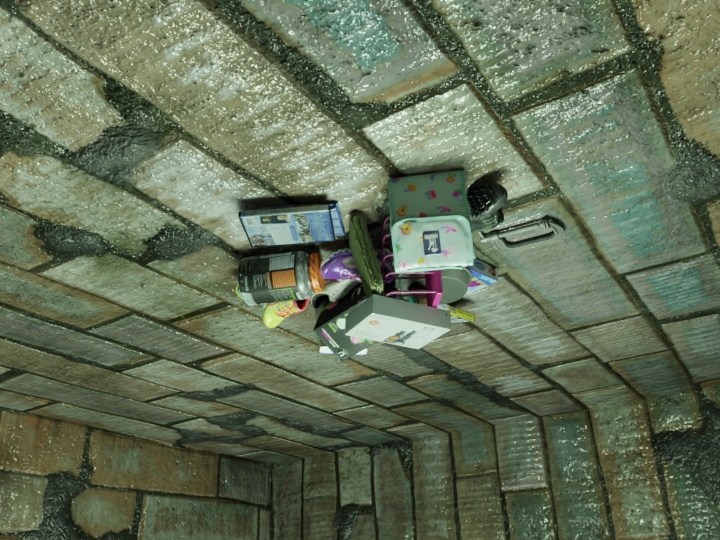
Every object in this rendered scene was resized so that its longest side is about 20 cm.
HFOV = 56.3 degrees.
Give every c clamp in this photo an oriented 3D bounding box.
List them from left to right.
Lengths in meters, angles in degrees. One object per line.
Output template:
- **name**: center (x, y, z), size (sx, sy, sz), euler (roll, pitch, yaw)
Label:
- **c clamp**: center (0.385, -0.085, 1.613), size (0.198, 0.027, 0.171), euler (-12, 152, 19)

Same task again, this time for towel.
- **towel**: center (-0.140, -0.106, 1.533), size (0.198, 0.024, 0.147), euler (-4, 155, 4)
- **towel**: center (0.014, -0.017, 1.530), size (0.036, 0.202, 0.149), euler (-15, 156, -9)

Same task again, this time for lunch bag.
- **lunch bag**: center (0.144, -0.092, 1.382), size (0.168, 0.202, 0.122), euler (-5, 154, 7)

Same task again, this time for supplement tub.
- **supplement tub**: center (-0.193, 0.016, 1.663), size (0.198, 0.124, 0.123), euler (-6, 154, 9)

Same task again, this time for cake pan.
- **cake pan**: center (0.192, 0.039, 1.744), size (0.198, 0.037, 0.201), euler (-1, 153, -1)

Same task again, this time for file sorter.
- **file sorter**: center (0.111, -0.010, 1.546), size (0.124, 0.202, 0.139), euler (0, 154, -3)

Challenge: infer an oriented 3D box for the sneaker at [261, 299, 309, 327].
- **sneaker**: center (-0.185, 0.084, 1.754), size (0.078, 0.091, 0.200), euler (22, 116, -42)

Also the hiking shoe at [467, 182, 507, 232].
- **hiking shoe**: center (0.276, -0.136, 1.466), size (0.100, 0.077, 0.200), euler (-1, 164, -21)

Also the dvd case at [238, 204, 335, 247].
- **dvd case**: center (-0.160, -0.097, 1.500), size (0.198, 0.018, 0.143), euler (-4, 155, 1)

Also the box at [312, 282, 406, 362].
- **box**: center (0.000, 0.117, 1.762), size (0.199, 0.149, 0.125), euler (-32, 108, 26)

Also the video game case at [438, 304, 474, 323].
- **video game case**: center (0.203, 0.125, 1.978), size (0.180, 0.026, 0.199), euler (20, 161, -38)

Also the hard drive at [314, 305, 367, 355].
- **hard drive**: center (-0.058, 0.167, 1.911), size (0.130, 0.201, 0.026), euler (3, 121, -10)

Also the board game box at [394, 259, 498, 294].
- **board game box**: center (0.228, 0.019, 1.793), size (0.199, 0.042, 0.199), euler (20, 147, -36)

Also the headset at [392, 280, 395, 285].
- **headset**: center (0.043, 0.077, 1.891), size (0.123, 0.095, 0.200), euler (26, 127, -38)

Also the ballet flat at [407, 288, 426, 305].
- **ballet flat**: center (0.157, 0.090, 1.740), size (0.072, 0.068, 0.200), euler (-19, 155, -10)

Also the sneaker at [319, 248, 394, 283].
- **sneaker**: center (0.000, 0.000, 1.639), size (0.198, 0.089, 0.081), euler (-5, 140, -22)

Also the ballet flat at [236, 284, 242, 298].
- **ballet flat**: center (-0.253, 0.055, 1.804), size (0.199, 0.067, 0.067), euler (15, 113, -37)

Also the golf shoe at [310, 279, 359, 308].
- **golf shoe**: center (-0.049, 0.040, 1.758), size (0.199, 0.093, 0.072), euler (-22, 147, 30)

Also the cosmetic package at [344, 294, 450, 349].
- **cosmetic package**: center (0.083, 0.120, 1.533), size (0.198, 0.052, 0.151), euler (13, 150, -21)
